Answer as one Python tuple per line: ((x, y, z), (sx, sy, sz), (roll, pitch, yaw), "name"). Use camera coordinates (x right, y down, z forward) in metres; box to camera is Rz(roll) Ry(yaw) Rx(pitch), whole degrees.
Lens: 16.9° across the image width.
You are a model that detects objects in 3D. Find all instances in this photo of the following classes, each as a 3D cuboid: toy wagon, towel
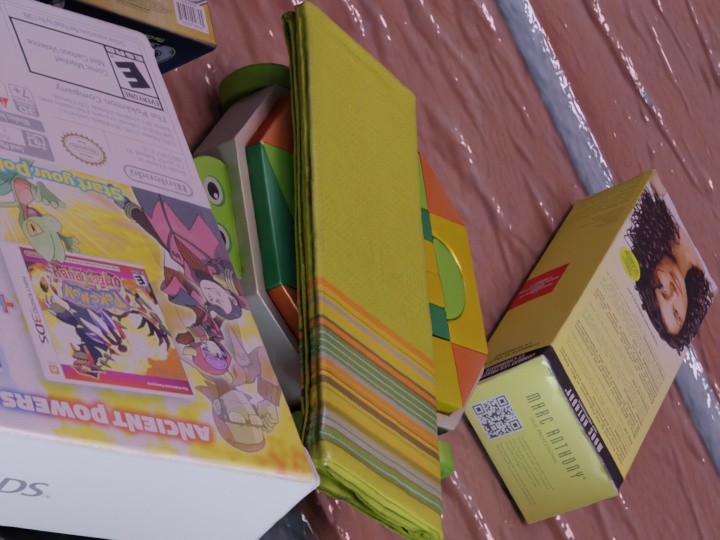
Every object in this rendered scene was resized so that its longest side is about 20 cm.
((-0.020, -0.003, 0.934), (0.200, 0.039, 0.156), (21, 54, -53), "toy wagon")
((0.000, 0.000, 0.912), (0.086, 0.018, 0.201), (39, 40, -48), "towel")

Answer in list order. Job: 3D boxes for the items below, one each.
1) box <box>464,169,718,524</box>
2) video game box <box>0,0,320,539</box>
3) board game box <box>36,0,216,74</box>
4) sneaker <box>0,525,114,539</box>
((0.108, 0.030, 1.111), (0.075, 0.050, 0.200), (60, 31, -15), "box")
((-0.122, -0.013, 0.683), (0.200, 0.047, 0.183), (14, 39, -41), "video game box")
((-0.134, -0.153, 0.847), (0.200, 0.035, 0.136), (14, 60, -55), "board game box")
((-0.103, 0.109, 0.693), (0.199, 0.076, 0.115), (2, 72, -55), "sneaker")
